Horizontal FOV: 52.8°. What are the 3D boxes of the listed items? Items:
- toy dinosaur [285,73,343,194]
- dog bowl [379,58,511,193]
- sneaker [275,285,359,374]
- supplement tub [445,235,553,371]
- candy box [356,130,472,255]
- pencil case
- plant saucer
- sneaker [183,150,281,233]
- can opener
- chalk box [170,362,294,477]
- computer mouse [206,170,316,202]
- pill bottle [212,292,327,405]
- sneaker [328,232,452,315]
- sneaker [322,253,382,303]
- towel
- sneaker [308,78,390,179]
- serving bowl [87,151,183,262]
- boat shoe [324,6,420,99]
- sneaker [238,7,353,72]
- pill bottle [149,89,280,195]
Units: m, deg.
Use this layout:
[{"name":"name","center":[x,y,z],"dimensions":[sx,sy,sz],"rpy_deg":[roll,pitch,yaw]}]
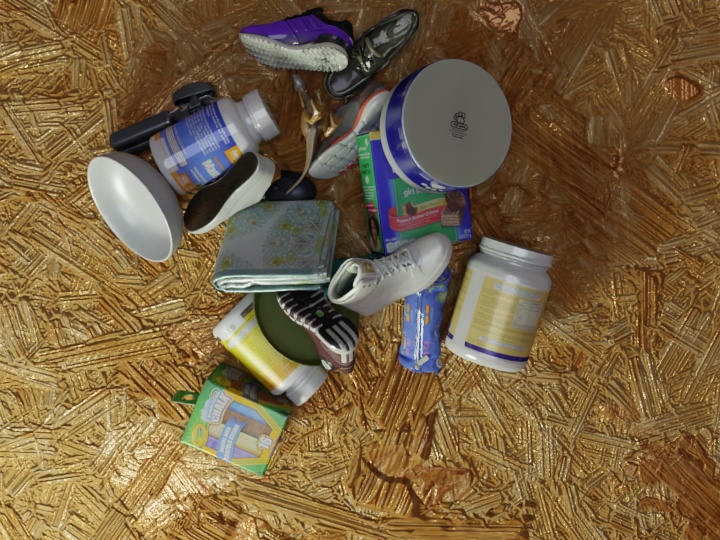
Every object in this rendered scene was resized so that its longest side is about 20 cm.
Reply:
[{"name":"toy dinosaur","center":[-0.081,-0.236,1.218],"dimensions":[0.060,0.106,0.201],"rpy_deg":[4,78,-33]},{"name":"dog bowl","center":[0.135,-0.224,1.139],"dimensions":[0.199,0.079,0.202],"rpy_deg":[0,90,-23]},{"name":"sneaker","center":[-0.073,0.098,1.182],"dimensions":[0.075,0.200,0.116],"rpy_deg":[-25,136,-21]},{"name":"supplement tub","center":[0.236,0.054,1.224],"dimensions":[0.144,0.145,0.201],"rpy_deg":[16,98,-1]},{"name":"candy box","center":[0.090,-0.139,1.210],"dimensions":[0.168,0.077,0.201],"rpy_deg":[-11,97,-21]},{"name":"pencil case","center":[0.107,0.083,1.232],"dimensions":[0.077,0.087,0.201],"rpy_deg":[6,117,8]},{"name":"plant saucer","center":[-0.095,0.071,1.241],"dimensions":[0.199,0.031,0.201],"rpy_deg":[14,61,-26]},{"name":"sneaker","center":[-0.212,-0.119,1.224],"dimensions":[0.199,0.084,0.073],"rpy_deg":[-33,66,27]},{"name":"can opener","center":[-0.337,-0.263,1.251],"dimensions":[0.199,0.053,0.067],"rpy_deg":[-21,64,4]},{"name":"chalk box","center":[-0.230,0.248,1.271],"dimensions":[0.199,0.124,0.124],"rpy_deg":[25,98,-3]},{"name":"computer mouse","center":[-0.176,-0.149,1.262],"dimensions":[0.199,0.034,0.059],"rpy_deg":[6,98,1]},{"name":"pill bottle","center":[-0.152,0.138,1.262],"dimensions":[0.109,0.109,0.200],"rpy_deg":[-44,94,6]},{"name":"sneaker","center":[0.043,0.002,1.128],"dimensions":[0.200,0.115,0.074],"rpy_deg":[-37,62,20]},{"name":"sneaker","center":[0.000,0.000,1.240],"dimensions":[0.199,0.080,0.078],"rpy_deg":[-16,78,-8]},{"name":"towel","center":[-0.137,-0.043,1.213],"dimensions":[0.199,0.172,0.048],"rpy_deg":[0,141,10]},{"name":"sneaker","center":[-0.021,-0.242,1.239],"dimensions":[0.200,0.077,0.082],"rpy_deg":[-44,56,17]},{"name":"serving bowl","center":[-0.365,-0.115,1.217],"dimensions":[0.200,0.200,0.066],"rpy_deg":[50,53,-5]},{"name":"boat shoe","center":[0.016,-0.368,1.212],"dimensions":[0.200,0.065,0.073],"rpy_deg":[-44,96,7]},{"name":"sneaker","center":[-0.101,-0.395,1.215],"dimensions":[0.199,0.070,0.100],"rpy_deg":[12,69,14]},{"name":"pill bottle","center":[-0.239,-0.219,1.214],"dimensions":[0.199,0.112,0.113],"rpy_deg":[-27,96,4]}]
